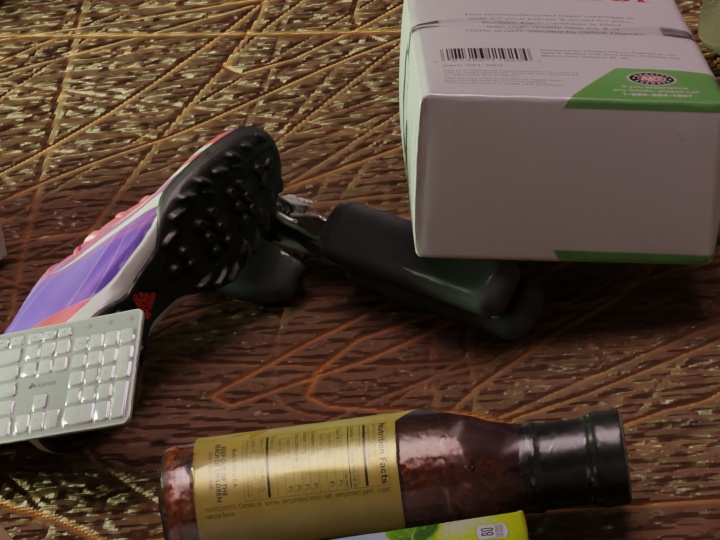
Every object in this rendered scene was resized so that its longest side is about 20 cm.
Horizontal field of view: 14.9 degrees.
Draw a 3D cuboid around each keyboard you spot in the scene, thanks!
[{"bbox_3d":[-0.184,0.059,1.275,0.199,0.011,0.057,-11,54,30],"label":"keyboard"}]

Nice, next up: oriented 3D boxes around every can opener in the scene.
[{"bbox_3d":[0.000,0.000,1.359,0.199,0.053,0.067,14,73,38],"label":"can opener"}]

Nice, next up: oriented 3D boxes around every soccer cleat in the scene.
[{"bbox_3d":[-0.115,0.000,1.332,0.073,0.068,0.200,17,58,39],"label":"soccer cleat"}]

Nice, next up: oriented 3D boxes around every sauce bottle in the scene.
[{"bbox_3d":[0.015,0.093,1.176,0.199,0.066,0.066,-6,31,3],"label":"sauce bottle"}]

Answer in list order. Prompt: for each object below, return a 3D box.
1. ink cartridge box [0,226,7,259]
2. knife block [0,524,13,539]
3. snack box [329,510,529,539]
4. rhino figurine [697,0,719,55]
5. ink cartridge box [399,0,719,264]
[{"bbox_3d":[-0.304,-0.008,1.417,0.145,0.088,0.200,14,40,34],"label":"ink cartridge box"},{"bbox_3d":[-0.236,0.068,1.182,0.199,0.176,0.064,17,41,38],"label":"knife block"},{"bbox_3d":[-0.008,0.183,1.027,0.168,0.068,0.200,-8,30,3],"label":"snack box"},{"bbox_3d":[0.229,-0.137,1.492,0.087,0.060,0.200,-25,29,-3],"label":"rhino figurine"},{"bbox_3d":[0.094,-0.076,1.358,0.145,0.085,0.200,2,20,-1],"label":"ink cartridge box"}]
